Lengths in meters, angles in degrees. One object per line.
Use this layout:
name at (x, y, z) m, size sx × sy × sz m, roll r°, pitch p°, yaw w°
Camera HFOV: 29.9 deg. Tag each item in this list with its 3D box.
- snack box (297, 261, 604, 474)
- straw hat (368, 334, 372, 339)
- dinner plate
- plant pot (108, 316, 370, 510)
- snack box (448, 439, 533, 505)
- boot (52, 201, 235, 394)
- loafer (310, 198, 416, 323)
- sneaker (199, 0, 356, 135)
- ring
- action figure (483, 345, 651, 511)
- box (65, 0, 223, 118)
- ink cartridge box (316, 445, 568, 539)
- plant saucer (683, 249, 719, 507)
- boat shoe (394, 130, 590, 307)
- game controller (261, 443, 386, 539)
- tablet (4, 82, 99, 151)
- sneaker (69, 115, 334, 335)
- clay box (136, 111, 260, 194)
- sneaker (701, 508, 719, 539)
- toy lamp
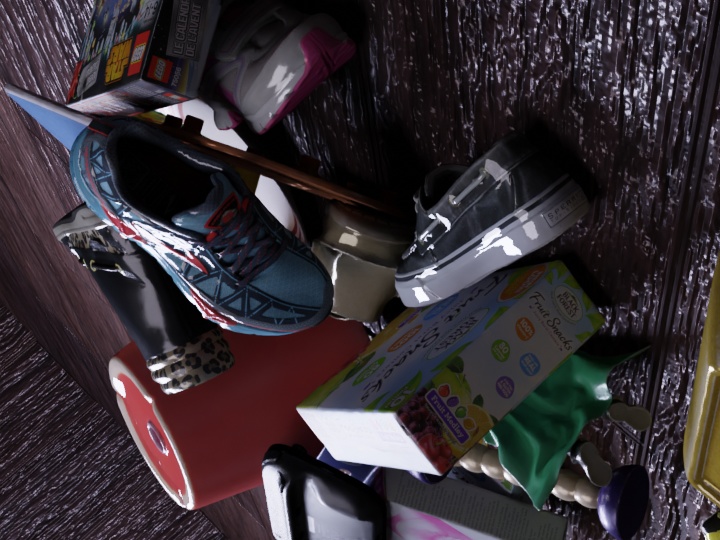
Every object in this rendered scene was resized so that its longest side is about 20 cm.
snack box at (0.051, 0.063, 0.875) m, size 0.053 × 0.142 × 0.200 m, roll 51°, pitch 163°, yaw -9°
straw hat at (-0.013, 0.136, 1.288) m, size 0.201 × 0.085 × 0.201 m, roll 44°, pitch 161°, yaw 19°
dinner plate at (-0.107, -0.088, 1.159) m, size 0.200 × 0.024 × 0.201 m, roll 43°, pitch 160°, yaw 19°
plant pot at (-0.101, 0.097, 1.131) m, size 0.201 × 0.177 × 0.201 m, roll 47°, pitch 153°, yaw 32°
snack box at (0.085, 0.126, 1.091) m, size 0.142 × 0.053 × 0.200 m, roll 43°, pitch 161°, yaw 20°
boot at (-0.165, 0.016, 1.019) m, size 0.155 × 0.073 × 0.203 m, roll 65°, pitch 162°, yaw -4°
loafer at (0.000, 0.000, 0.957) m, size 0.075 × 0.069 × 0.200 m, roll 19°, pitch 172°, yaw 2°
sneaker at (-0.075, -0.145, 0.876) m, size 0.088 × 0.081 × 0.200 m, roll 53°, pitch 161°, yaw -18°
ring at (-0.057, -0.073, 0.931) m, size 0.199 × 0.019 × 0.200 m, roll 19°, pitch -179°, yaw -1°
action figure at (0.117, 0.087, 0.896) m, size 0.055 × 0.118 × 0.200 m, roll 42°, pitch 174°, yaw -19°
box at (-0.136, -0.173, 0.879) m, size 0.040 × 0.138 × 0.200 m, roll 16°, pitch 175°, yaw -24°
ink cartridge box at (0.047, 0.212, 1.116) m, size 0.199 × 0.044 × 0.197 m, roll 19°, pitch 155°, yaw -3°
plant saucer at (0.243, 0.108, 0.695) m, size 0.200 × 0.048 × 0.200 m, roll 39°, pitch 160°, yaw 28°
boat shoe at (0.067, -0.034, 0.810) m, size 0.071 × 0.072 × 0.200 m, roll 58°, pitch 152°, yaw 1°
game controller at (-0.028, 0.202, 1.095) m, size 0.104 × 0.042 × 0.200 m, roll 16°, pitch 151°, yaw 10°
tablet at (-0.188, -0.087, 1.031) m, size 0.199 × 0.014 × 0.130 m, roll 24°, pitch 163°, yaw 48°
sneaker at (-0.097, -0.024, 0.855) m, size 0.199 × 0.080 × 0.095 m, roll 35°, pitch 165°, yaw -14°
clay box at (-0.149, -0.054, 1.106) m, size 0.047 × 0.116 × 0.200 m, roll 6°, pitch -163°, yaw -40°
sneaker at (0.249, 0.218, 0.885) m, size 0.076 × 0.075 × 0.201 m, roll 47°, pitch 153°, yaw 30°
toy lamp at (0.101, 0.136, 0.948) m, size 0.199 × 0.058 × 0.058 m, roll 10°, pitch 141°, yaw 35°
